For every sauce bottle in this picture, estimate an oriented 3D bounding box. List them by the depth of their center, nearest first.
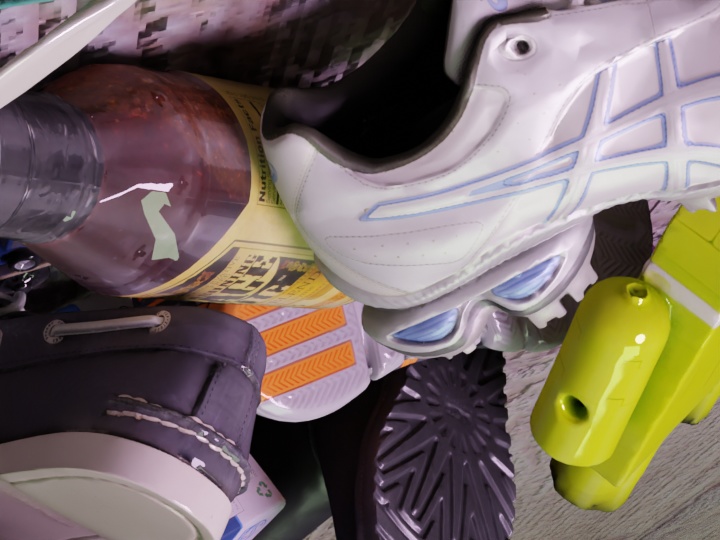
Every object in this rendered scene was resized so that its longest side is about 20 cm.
[{"bbox_3d":[-0.055,-0.023,0.798,0.066,0.066,0.200,-22,166,30],"label":"sauce bottle"}]

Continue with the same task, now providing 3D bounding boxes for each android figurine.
[{"bbox_3d":[0.125,-0.005,0.983,0.182,0.041,0.200,-41,161,-41],"label":"android figurine"}]

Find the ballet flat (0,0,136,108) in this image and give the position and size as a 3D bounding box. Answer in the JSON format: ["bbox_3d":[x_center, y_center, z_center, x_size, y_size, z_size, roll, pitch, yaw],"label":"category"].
[{"bbox_3d":[-0.116,-0.051,0.574,0.199,0.071,0.067,-17,169,10],"label":"ballet flat"}]

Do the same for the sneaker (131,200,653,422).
[{"bbox_3d":[0.000,0.000,0.990,0.200,0.078,0.112,-14,-175,-37],"label":"sneaker"}]

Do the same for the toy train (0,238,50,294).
[{"bbox_3d":[-0.153,0.001,0.864,0.199,0.034,0.046,-16,158,7],"label":"toy train"}]

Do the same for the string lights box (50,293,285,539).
[{"bbox_3d":[-0.127,0.086,0.971,0.200,0.103,0.059,-26,164,-49],"label":"string lights box"}]

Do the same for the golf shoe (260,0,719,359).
[{"bbox_3d":[0.065,-0.059,0.768,0.200,0.078,0.097,-35,130,9],"label":"golf shoe"}]

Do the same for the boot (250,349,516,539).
[{"bbox_3d":[-0.033,0.094,1.082,0.066,0.165,0.200,37,131,-26],"label":"boot"}]

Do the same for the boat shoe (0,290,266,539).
[{"bbox_3d":[-0.097,0.040,0.844,0.073,0.063,0.200,37,157,-34],"label":"boat shoe"}]

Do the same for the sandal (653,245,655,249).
[{"bbox_3d":[0.101,0.004,1.178,0.082,0.050,0.203,-1,-179,2],"label":"sandal"}]
